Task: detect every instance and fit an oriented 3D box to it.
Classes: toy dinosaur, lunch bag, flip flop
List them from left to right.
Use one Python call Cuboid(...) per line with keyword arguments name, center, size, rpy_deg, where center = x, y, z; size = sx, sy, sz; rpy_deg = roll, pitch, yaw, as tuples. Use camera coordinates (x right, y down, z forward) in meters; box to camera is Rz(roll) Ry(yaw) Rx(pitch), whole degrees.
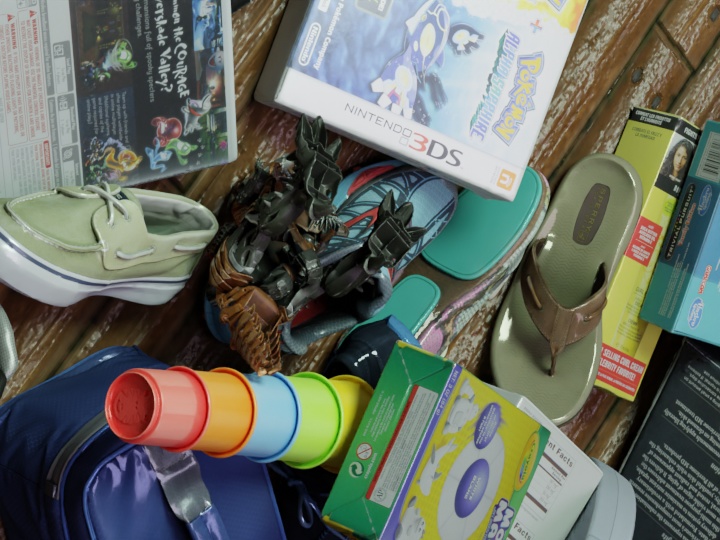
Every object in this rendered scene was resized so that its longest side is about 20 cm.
Cuboid(name="lunch bag", center=(-0.126, 0.160, 1.339), size=(0.135, 0.132, 0.201), rpy_deg=(-32, 121, -29))
Cuboid(name="toy dinosaur", center=(-0.042, -0.006, 1.321), size=(0.135, 0.201, 0.102), rpy_deg=(-35, 138, 26))
Cuboid(name="flip flop", center=(0.146, 0.011, 1.552), size=(0.058, 0.081, 0.201), rpy_deg=(58, 53, -80))

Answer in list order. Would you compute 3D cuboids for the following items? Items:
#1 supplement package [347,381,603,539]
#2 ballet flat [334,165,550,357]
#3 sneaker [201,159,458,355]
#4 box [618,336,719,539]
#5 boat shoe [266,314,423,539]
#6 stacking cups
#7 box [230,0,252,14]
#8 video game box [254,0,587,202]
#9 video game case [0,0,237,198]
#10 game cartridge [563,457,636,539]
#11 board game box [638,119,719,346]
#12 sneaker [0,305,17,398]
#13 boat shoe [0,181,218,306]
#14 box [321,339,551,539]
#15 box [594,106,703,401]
Cuboid(name="supplement package", center=(0.053, 0.181, 1.510), size=(0.110, 0.113, 0.201), rpy_deg=(43, 74, -38))
Cuboid(name="ballet flat", center=(0.058, 0.015, 1.505), size=(0.200, 0.069, 0.071), rpy_deg=(-49, 147, -13))
Cuboid(name="sneaker", center=(0.000, 0.000, 1.421), size=(0.200, 0.095, 0.080), rpy_deg=(-35, 125, -28))
Cuboid(name="box", center=(0.302, 0.172, 1.687), size=(0.199, 0.124, 0.198), rpy_deg=(8, 115, -41))
Cuboid(name="boat shoe", center=(-0.026, 0.108, 1.420), size=(0.068, 0.084, 0.201), rpy_deg=(-23, 141, -43))
Cuboid(name="stacking cups", center=(-0.069, 0.083, 1.261), size=(0.199, 0.060, 0.061), rpy_deg=(9, 97, -51))
Cuboid(name="box", center=(-0.066, -0.268, 1.286), size=(0.192, 0.048, 0.201), rpy_deg=(-33, 124, -6))
Cuboid(name="video game box", center=(0.050, -0.167, 1.414), size=(0.181, 0.047, 0.201), rpy_deg=(21, 89, -25))
Cuboid(name="video game case", center=(-0.158, -0.137, 1.258), size=(0.181, 0.023, 0.201), rpy_deg=(-14, 120, -24))
Cuboid(name="game cartridge", center=(0.141, 0.210, 1.539), size=(0.041, 0.200, 0.134), rpy_deg=(30, 111, -1))
Cuboid(name="board game box", center=(0.315, -0.007, 1.623), size=(0.199, 0.047, 0.152), rpy_deg=(17, 95, -30))
Cuboid(name="sneaker", center=(-0.244, 0.080, 1.224), size=(0.075, 0.115, 0.202), rpy_deg=(6, 99, -41))
Cuboid(name="boat shoe", center=(-0.154, -0.023, 1.272), size=(0.062, 0.072, 0.200), rpy_deg=(-50, 159, 16))
Cuboid(name="box", center=(0.054, 0.127, 1.361), size=(0.118, 0.048, 0.200), rpy_deg=(-66, 153, -6))
Cuboid(name="box", center=(0.199, -0.012, 1.618), size=(0.075, 0.050, 0.201), rpy_deg=(26, 86, -43))
